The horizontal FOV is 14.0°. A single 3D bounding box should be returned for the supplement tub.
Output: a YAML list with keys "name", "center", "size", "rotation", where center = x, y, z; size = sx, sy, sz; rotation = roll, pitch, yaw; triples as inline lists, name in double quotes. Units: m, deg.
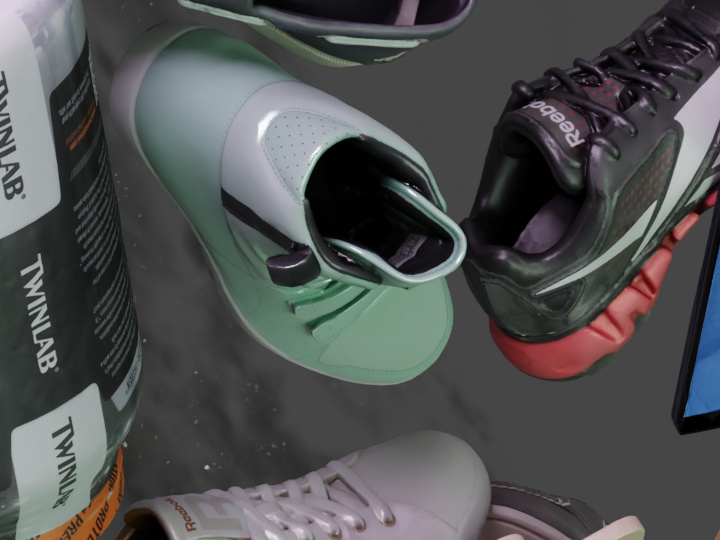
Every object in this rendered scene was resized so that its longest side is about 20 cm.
- name: "supplement tub"
  center: [-0.134, -0.006, 0.909]
  size: [0.122, 0.122, 0.201]
  rotation: [-27, 129, -27]

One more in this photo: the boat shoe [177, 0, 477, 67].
- name: "boat shoe"
  center: [-0.043, -0.117, 0.950]
  size: [0.199, 0.063, 0.073]
  rotation: [20, 78, -41]

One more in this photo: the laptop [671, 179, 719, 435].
- name: "laptop"
  center: [0.234, -0.007, 1.126]
  size: [0.176, 0.200, 0.104]
  rotation: [-10, 88, -28]

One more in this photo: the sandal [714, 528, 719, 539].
- name: "sandal"
  center: [0.168, 0.141, 1.192]
  size: [0.212, 0.070, 0.078]
  rotation: [-45, 144, 4]

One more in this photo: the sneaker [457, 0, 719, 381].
- name: "sneaker"
  center: [0.106, -0.055, 1.127]
  size: [0.201, 0.071, 0.098]
  rotation: [-52, 138, -2]

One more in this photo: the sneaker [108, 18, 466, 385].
- name: "sneaker"
  center: [0.000, 0.000, 1.033]
  size: [0.074, 0.118, 0.200]
  rotation: [-51, 137, -8]

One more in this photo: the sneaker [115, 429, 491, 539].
- name: "sneaker"
  center: [-0.035, 0.108, 1.096]
  size: [0.199, 0.073, 0.085]
  rotation: [-33, 134, -21]

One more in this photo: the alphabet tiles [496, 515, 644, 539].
- name: "alphabet tiles"
  center: [0.021, 0.155, 1.131]
  size: [0.195, 0.015, 0.200]
  rotation: [-28, 160, -8]

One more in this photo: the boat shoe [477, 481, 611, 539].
- name: "boat shoe"
  center: [0.088, 0.131, 1.241]
  size: [0.067, 0.057, 0.200]
  rotation: [-27, 137, 22]
